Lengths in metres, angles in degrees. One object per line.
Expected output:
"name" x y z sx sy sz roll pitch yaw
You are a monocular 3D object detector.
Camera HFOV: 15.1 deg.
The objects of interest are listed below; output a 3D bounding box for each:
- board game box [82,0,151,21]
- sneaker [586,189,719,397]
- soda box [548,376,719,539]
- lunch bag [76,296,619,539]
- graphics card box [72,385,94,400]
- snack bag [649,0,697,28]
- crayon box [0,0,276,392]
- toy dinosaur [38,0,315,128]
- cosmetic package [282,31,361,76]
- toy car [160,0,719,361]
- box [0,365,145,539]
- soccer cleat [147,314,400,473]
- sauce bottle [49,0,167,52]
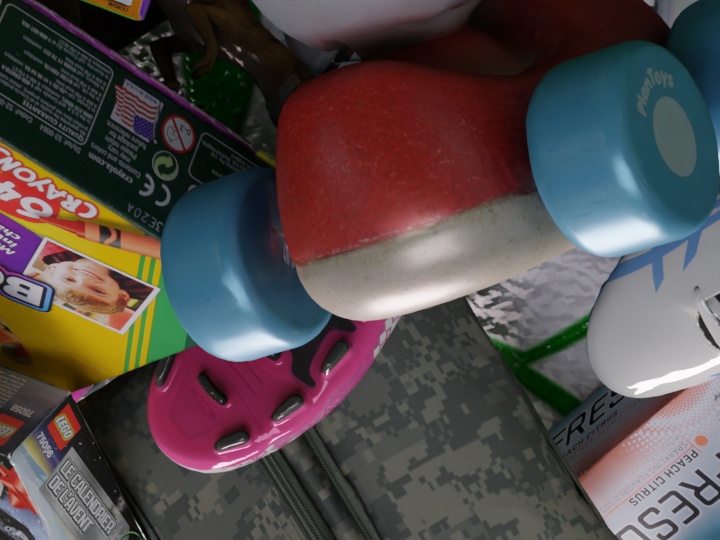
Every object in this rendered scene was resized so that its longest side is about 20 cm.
"board game box" -0.118 -0.246 0.889 0.199 0.201 0.200 20 142 -2
"sneaker" 0.170 -0.003 1.032 0.199 0.073 0.072 -27 106 22
"soda box" 0.130 0.081 1.163 0.068 0.064 0.200 39 121 -15
"lunch bag" -0.002 0.090 1.115 0.167 0.139 0.201 -31 81 -6
"graphics card box" -0.155 0.002 1.138 0.125 0.051 0.200 31 137 -24
"snack bag" 0.179 -0.164 0.951 0.199 0.021 0.190 -21 128 -29
"crayon box" -0.143 -0.035 0.978 0.199 0.059 0.172 33 150 -24
"toy dinosaur" -0.078 -0.129 1.030 0.106 0.060 0.201 -23 86 -19
"cosmetic package" 0.042 -0.138 0.984 0.082 0.051 0.200 -10 159 -28
"toy car" 0.022 -0.097 0.877 0.184 0.177 0.201 -16 97 37
"box" -0.170 0.083 1.095 0.199 0.040 0.137 17 142 39
"soccer cleat" 0.000 0.000 1.043 0.070 0.086 0.200 40 92 18
"sauce bottle" -0.129 -0.109 1.089 0.199 0.066 0.066 -11 120 18
